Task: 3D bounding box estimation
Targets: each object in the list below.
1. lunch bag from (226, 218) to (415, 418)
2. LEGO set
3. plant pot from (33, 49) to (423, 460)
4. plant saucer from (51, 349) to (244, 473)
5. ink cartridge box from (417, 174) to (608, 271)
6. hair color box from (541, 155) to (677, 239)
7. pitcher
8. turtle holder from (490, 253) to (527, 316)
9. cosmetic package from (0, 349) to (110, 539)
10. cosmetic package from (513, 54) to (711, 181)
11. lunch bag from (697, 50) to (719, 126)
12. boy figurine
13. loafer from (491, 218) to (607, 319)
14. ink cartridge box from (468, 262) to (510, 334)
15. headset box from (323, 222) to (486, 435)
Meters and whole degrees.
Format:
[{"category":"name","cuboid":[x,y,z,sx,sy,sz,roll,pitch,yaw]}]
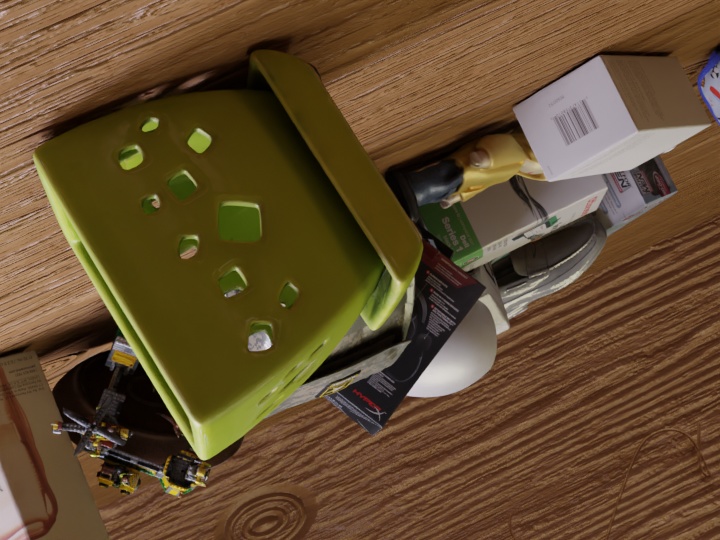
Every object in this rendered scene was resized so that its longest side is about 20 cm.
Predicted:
[{"category":"lunch bag","cuboid":[-0.041,0.043,1.409,0.164,0.118,0.200,-21,132,-26]},{"category":"LEGO set","cuboid":[-0.182,0.109,1.439,0.200,0.153,0.116,-64,-174,-21]},{"category":"plant pot","cuboid":[-0.077,-0.015,0.989,0.181,0.200,0.199,-32,172,-10]},{"category":"plant saucer","cuboid":[-0.212,0.133,1.560,0.200,0.200,0.035,-17,130,-48]},{"category":"ink cartridge box","cuboid":[0.166,-0.072,1.710,0.200,0.085,0.146,-25,172,1]},{"category":"hair color box","cuboid":[0.290,-0.094,1.899,0.061,0.099,0.200,-21,171,-32]},{"category":"pitcher","cuboid":[0.034,0.085,1.700,0.199,0.122,0.172,-3,167,-22]},{"category":"turtle holder","cuboid":[0.146,0.010,1.979,0.141,0.132,0.185,-29,174,19]},{"category":"cosmetic package","cuboid":[-0.326,0.189,1.446,0.087,0.200,0.103,-14,165,-47]},{"category":"cosmetic package","cuboid":[0.246,-0.148,1.490,0.107,0.085,0.200,-30,171,30]},{"category":"lunch bag","cuboid":[0.462,-0.174,1.692,0.124,0.170,0.200,-35,170,24]},{"category":"boy figurine","cuboid":[0.113,-0.092,1.510,0.199,0.065,0.124,-19,167,-23]},{"category":"loafer","cuboid":[0.206,-0.004,1.869,0.200,0.070,0.070,-35,-147,14]},{"category":"ink cartridge box","cuboid":[0.096,0.008,1.844,0.116,0.200,0.068,-27,129,12]},{"category":"headset box","cuboid":[0.018,0.040,1.559,0.200,0.149,0.077,-53,179,-15]}]
